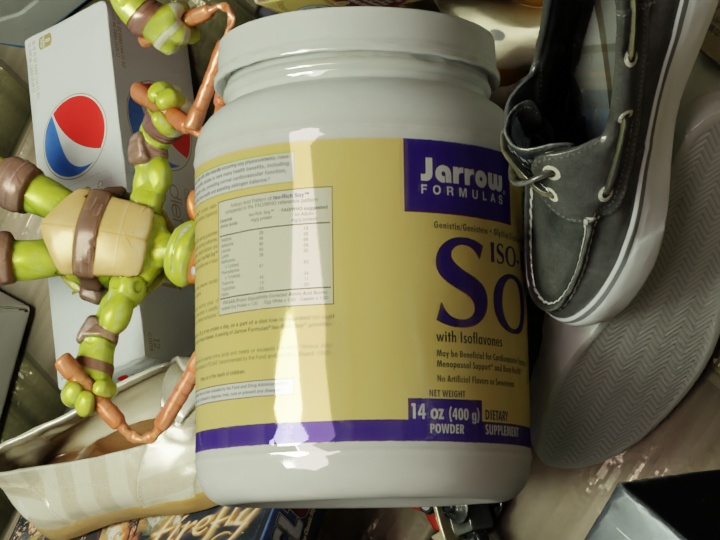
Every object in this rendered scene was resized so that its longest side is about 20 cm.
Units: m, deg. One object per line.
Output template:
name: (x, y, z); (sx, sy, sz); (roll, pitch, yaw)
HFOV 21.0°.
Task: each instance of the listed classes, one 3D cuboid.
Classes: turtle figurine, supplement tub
turtle figurine: (-0.116, -0.169, 0.894); (0.161, 0.064, 0.201); (24, 122, 57)
supplement tub: (0.000, 0.000, 0.839); (0.145, 0.145, 0.201); (-7, 80, 37)
turtle figurine: (-0.131, -0.026, 0.937); (0.161, 0.064, 0.201); (11, 85, 10)

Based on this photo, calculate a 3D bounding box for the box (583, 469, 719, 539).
box: (0.157, 0.214, 0.798); (0.200, 0.104, 0.182); (40, 113, 32)

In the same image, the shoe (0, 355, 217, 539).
shoe: (-0.101, 0.082, 0.950); (0.200, 0.053, 0.070); (-23, 34, 30)

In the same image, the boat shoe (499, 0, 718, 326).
boat shoe: (0.086, -0.059, 0.757); (0.070, 0.066, 0.200); (53, 143, 39)

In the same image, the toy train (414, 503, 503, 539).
toy train: (0.041, 0.098, 0.938); (0.046, 0.034, 0.201); (-30, 72, 46)

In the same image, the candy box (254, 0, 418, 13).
candy box: (0.048, -0.180, 0.811); (0.199, 0.056, 0.117); (-9, 82, 27)

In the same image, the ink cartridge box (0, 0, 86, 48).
ink cartridge box: (-0.207, -0.245, 1.114); (0.116, 0.068, 0.201); (-31, 70, 33)

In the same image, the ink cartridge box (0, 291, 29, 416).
ink cartridge box: (-0.306, 0.054, 1.171); (0.200, 0.084, 0.146); (26, 105, 36)

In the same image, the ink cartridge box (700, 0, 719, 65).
ink cartridge box: (0.238, -0.113, 0.763); (0.200, 0.075, 0.165); (46, 114, 31)

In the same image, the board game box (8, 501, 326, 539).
board game box: (-0.096, 0.116, 0.991); (0.200, 0.035, 0.136); (-18, 36, 36)

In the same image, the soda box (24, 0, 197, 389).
soda box: (-0.124, -0.035, 1.027); (0.064, 0.068, 0.201); (-21, 68, 32)

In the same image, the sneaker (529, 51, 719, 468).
sneaker: (0.112, -0.017, 0.870); (0.116, 0.073, 0.200); (61, 138, 48)

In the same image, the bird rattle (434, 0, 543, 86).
bird rattle: (0.084, -0.178, 0.894); (0.200, 0.113, 0.163); (-28, 83, 20)
